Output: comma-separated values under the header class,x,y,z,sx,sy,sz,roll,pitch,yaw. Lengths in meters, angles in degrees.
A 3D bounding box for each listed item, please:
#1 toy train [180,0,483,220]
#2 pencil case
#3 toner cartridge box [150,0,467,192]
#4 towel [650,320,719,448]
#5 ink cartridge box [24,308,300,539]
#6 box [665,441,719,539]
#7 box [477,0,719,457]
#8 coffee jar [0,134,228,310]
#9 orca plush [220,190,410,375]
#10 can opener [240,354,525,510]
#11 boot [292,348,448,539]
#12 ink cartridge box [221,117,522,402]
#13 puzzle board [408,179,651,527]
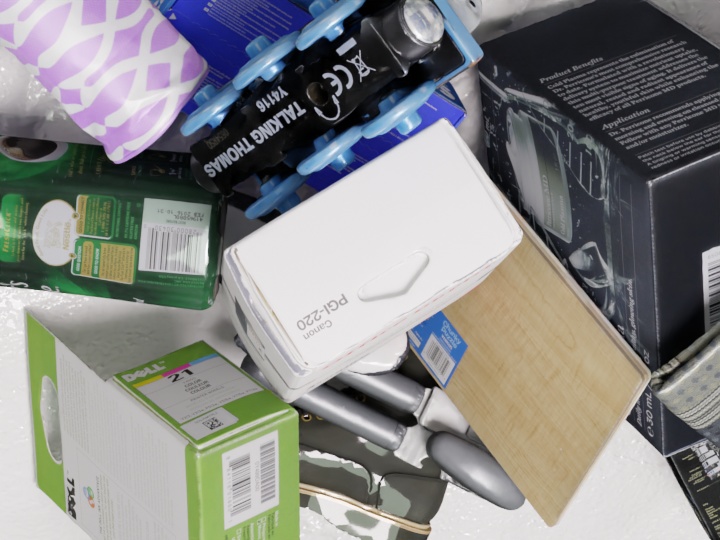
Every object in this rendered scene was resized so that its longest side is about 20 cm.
class,x,y,z,sx,sy,sz,roll,pitch,yaw
toy train,-0.014,-0.104,1.178,0.200,0.114,0.087,-32,98,44
pencil case,-0.176,-0.148,1.195,0.200,0.084,0.085,45,141,-14
toner cartridge box,-0.042,-0.116,1.302,0.200,0.043,0.095,30,110,-29
towel,0.280,0.035,1.255,0.200,0.035,0.193,-43,136,12
ink cartridge box,-0.127,0.113,1.358,0.076,0.200,0.148,-22,128,-32
box,0.299,0.083,1.496,0.200,0.086,0.164,-29,125,4
box,0.175,-0.033,1.311,0.124,0.197,0.200,-20,126,-17
coffee jar,-0.178,-0.031,1.265,0.200,0.104,0.085,6,107,-4
orca plush,-0.062,0.006,1.361,0.200,0.071,0.105,18,81,-2
can opener,0.021,0.088,1.386,0.200,0.066,0.053,27,85,-7
boot,-0.021,0.088,1.438,0.200,0.077,0.138,25,94,-19
ink cartridge box,0.000,0.000,1.228,0.146,0.200,0.085,-32,87,-8
puzzle board,0.090,0.038,1.335,0.017,0.200,0.151,-18,148,-34
